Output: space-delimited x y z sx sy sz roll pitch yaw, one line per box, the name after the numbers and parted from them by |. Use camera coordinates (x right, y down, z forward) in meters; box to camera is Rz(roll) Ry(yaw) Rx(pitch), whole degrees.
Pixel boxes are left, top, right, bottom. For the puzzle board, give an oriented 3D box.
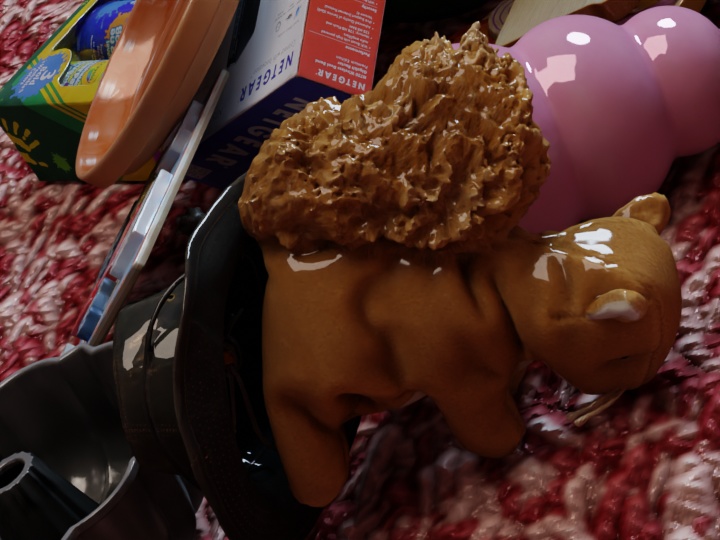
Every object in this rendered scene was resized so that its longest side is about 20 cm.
-0.132 -0.011 1.605 0.151 0.017 0.200 -59 8 37 | puzzle board

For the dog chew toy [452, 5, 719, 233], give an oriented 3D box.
0.104 -0.074 1.445 0.200 0.125 0.125 -23 26 -5 | dog chew toy

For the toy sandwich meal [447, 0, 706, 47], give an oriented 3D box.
0.108 -0.140 1.595 0.205 0.070 0.205 -27 28 16 | toy sandwich meal

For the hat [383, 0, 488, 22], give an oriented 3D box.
0.078 -0.180 1.752 0.166 0.176 0.200 -62 5 -5 | hat

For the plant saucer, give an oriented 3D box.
-0.111 -0.139 1.670 0.201 0.032 0.200 -58 15 25 | plant saucer

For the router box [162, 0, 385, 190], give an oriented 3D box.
-0.045 -0.160 1.674 0.200 0.049 0.180 -29 48 59 | router box

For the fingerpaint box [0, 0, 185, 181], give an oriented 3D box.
-0.126 -0.151 1.874 0.167 0.073 0.200 3 45 50 | fingerpaint box

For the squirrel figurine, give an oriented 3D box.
0.050 -0.006 1.314 0.186 0.200 0.142 -6 27 23 | squirrel figurine

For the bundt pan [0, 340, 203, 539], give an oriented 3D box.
-0.162 0.130 1.457 0.202 0.076 0.202 -27 29 16 | bundt pan

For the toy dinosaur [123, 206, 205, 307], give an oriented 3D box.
-0.040 -0.014 1.579 0.200 0.077 0.102 -32 39 -4 | toy dinosaur

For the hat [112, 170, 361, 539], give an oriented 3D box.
-0.072 0.048 1.361 0.081 0.201 0.201 -6 37 23 | hat
